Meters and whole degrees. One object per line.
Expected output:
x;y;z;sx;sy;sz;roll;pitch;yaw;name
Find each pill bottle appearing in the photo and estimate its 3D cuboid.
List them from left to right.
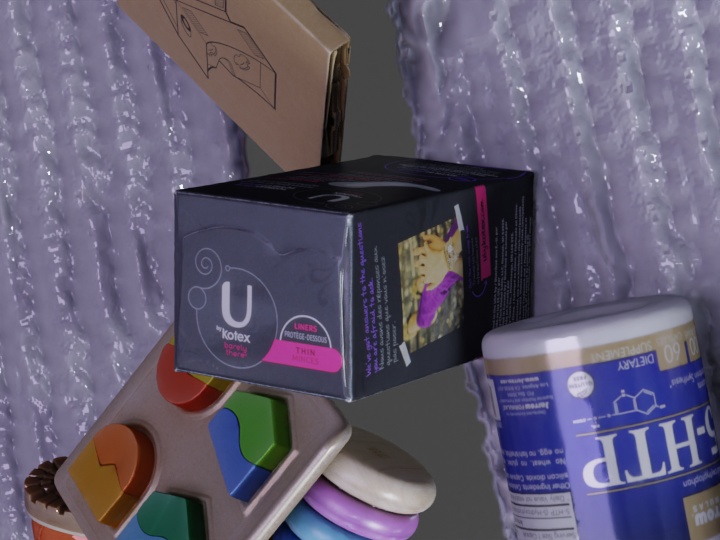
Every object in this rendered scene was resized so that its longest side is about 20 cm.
0.142;0.121;1.283;0.119;0.120;0.201;-10;93;35;pill bottle

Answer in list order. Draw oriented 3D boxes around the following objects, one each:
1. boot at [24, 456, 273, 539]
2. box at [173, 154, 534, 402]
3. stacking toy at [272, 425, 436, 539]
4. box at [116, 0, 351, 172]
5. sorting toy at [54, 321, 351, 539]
-0.128;0.200;1.519;0.199;0.075;0.108;17;124;27;boot
0.000;0.000;1.310;0.122;0.200;0.106;8;102;33;box
-0.033;0.197;1.413;0.085;0.085;0.200;32;103;26;stacking toy
-0.081;-0.149;1.394;0.200;0.021;0.164;44;156;20;box
-0.107;0.112;1.424;0.185;0.036;0.200;-51;41;11;sorting toy
